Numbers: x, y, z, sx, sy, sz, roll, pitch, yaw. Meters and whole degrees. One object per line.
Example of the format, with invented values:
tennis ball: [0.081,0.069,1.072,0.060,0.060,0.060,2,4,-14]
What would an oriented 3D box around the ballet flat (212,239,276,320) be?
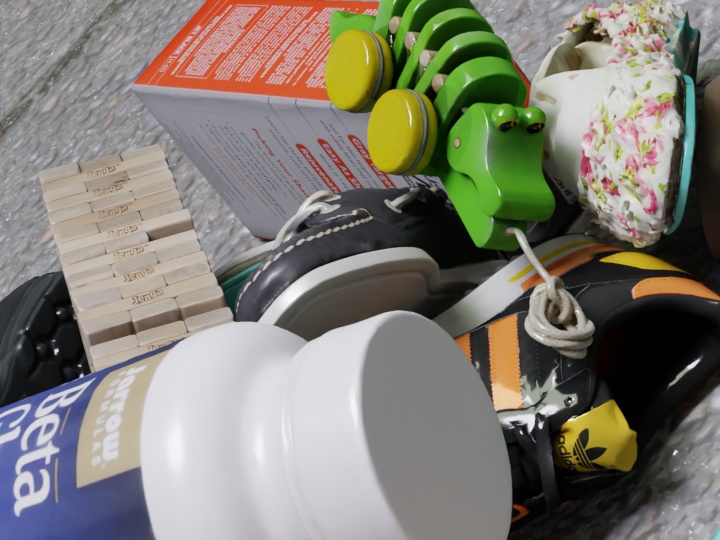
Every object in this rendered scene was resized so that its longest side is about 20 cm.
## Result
ballet flat: [-0.078,0.061,1.052,0.200,0.069,0.069,-49,30,-15]

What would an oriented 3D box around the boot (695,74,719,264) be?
boot: [0.173,-0.083,0.963,0.075,0.074,0.201,-7,45,19]

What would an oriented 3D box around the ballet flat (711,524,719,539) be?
ballet flat: [0.098,0.137,0.734,0.064,0.067,0.200,29,71,28]

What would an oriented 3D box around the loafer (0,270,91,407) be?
loafer: [-0.175,0.081,1.131,0.070,0.068,0.201,-24,26,41]

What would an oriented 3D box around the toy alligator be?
toy alligator: [0.042,-0.052,0.905,0.200,0.059,0.054,56,131,44]

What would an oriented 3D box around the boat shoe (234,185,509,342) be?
boat shoe: [0.000,0.000,0.923,0.074,0.060,0.200,-46,-16,21]

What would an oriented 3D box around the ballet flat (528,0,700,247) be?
ballet flat: [0.094,-0.056,0.959,0.064,0.076,0.200,8,16,5]

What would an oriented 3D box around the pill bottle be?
pill bottle: [-0.057,0.080,0.794,0.199,0.111,0.111,-21,34,30]

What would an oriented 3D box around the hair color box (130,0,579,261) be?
hair color box: [-0.002,-0.059,1.084,0.061,0.102,0.200,-50,31,-19]

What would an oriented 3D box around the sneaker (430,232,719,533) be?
sneaker: [0.046,0.058,0.872,0.200,0.070,0.090,-39,29,-26]

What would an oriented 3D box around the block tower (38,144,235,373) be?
block tower: [-0.081,0.013,0.965,0.054,0.058,0.200,-15,25,-8]
